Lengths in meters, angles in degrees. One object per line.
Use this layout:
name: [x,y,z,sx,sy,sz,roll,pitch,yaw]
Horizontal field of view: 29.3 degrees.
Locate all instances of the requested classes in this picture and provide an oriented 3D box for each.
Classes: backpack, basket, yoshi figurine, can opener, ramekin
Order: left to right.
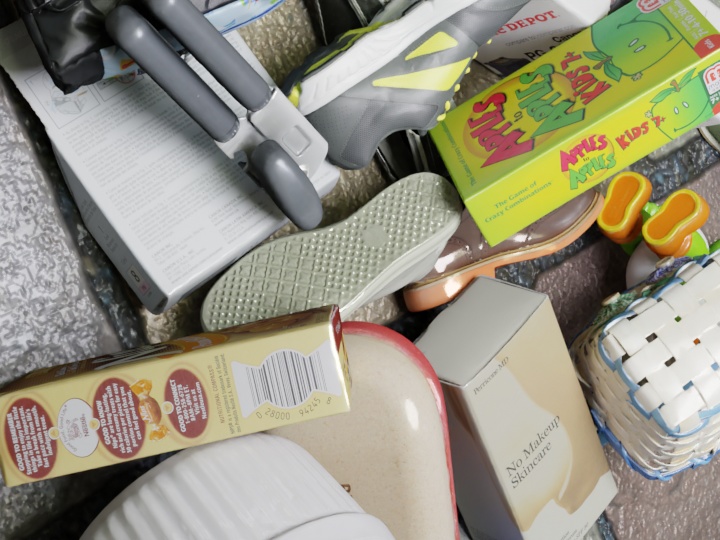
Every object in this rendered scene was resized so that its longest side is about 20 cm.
backpack: [-0.122,-0.208,0.856,0.198,0.154,0.165,-25,83,-6]
ramekin: [-0.082,0.187,0.808,0.199,0.201,0.105,-22,56,-34]
can opener: [-0.074,-0.100,0.830,0.053,0.066,0.200,-44,137,0]
basket: [0.243,0.072,1.042,0.175,0.201,0.140,-32,69,-11]
yoshi figurine: [0.281,-0.015,1.141,0.200,0.111,0.114,44,36,-45]

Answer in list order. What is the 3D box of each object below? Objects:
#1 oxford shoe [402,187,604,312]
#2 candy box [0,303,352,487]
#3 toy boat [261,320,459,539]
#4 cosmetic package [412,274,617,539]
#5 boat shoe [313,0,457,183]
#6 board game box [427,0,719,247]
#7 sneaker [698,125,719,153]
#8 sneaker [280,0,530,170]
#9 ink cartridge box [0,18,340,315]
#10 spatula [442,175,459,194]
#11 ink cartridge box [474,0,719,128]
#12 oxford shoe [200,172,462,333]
oxford shoe: [0.107,-0.038,1.048,0.199,0.071,0.074,-26,96,-33]
candy box: [-0.105,0.070,0.807,0.197,0.115,0.056,-12,93,1]
toy boat: [0.004,0.128,0.942,0.131,0.129,0.203,-64,149,-67]
cosmetic package: [0.110,0.116,1.001,0.105,0.071,0.201,-44,128,-26]
boat shoe: [0.012,-0.143,0.987,0.064,0.070,0.201,-44,112,-30]
board game box: [0.151,-0.109,0.941,0.198,0.102,0.048,-30,128,7]
sneaker: [0.365,-0.114,1.219,0.067,0.089,0.202,-38,107,-29]
sneaker: [0.042,-0.143,0.936,0.198,0.074,0.085,-31,112,-4]
ink cartridge box: [-0.130,-0.097,0.912,0.162,0.057,0.201,-37,87,-31]
spatula: [0.000,0.000,0.975,0.200,0.021,0.057,-42,89,-13]
ink cartridge box: [0.176,-0.185,1.058,0.199,0.144,0.085,28,73,-30]
oxford shoe: [-0.016,0.002,0.927,0.199,0.058,0.076,-30,69,-19]
